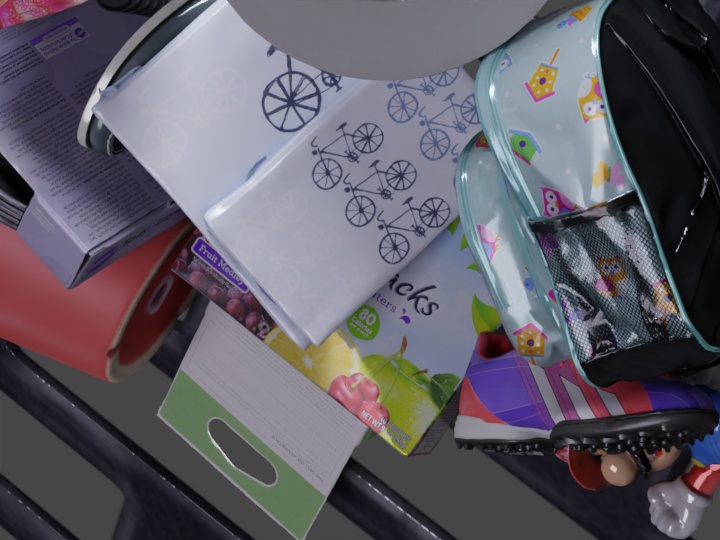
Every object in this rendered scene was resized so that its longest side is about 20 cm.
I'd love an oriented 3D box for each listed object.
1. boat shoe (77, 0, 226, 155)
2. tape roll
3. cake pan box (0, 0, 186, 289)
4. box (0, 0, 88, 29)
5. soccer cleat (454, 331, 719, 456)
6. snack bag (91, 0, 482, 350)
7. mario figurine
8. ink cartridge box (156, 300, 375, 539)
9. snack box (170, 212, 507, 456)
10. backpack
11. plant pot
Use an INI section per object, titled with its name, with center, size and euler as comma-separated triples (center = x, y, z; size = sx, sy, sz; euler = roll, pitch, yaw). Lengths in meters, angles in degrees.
[boat shoe]
center = -0.087, -0.136, 1.383
size = 0.062, 0.200, 0.073
euler = 43, 173, 13
[tape roll]
center = 0.012, -0.221, 1.219
size = 0.202, 0.139, 0.203
euler = -2, 121, -3
[cake pan box]
center = -0.171, -0.104, 1.443
size = 0.184, 0.200, 0.052
euler = 45, 141, 10
[box]
center = -0.146, -0.224, 1.363
size = 0.095, 0.200, 0.100
euler = -8, 106, 43
[soccer cleat]
center = 0.123, 0.066, 1.282
size = 0.200, 0.068, 0.073
euler = -8, 75, 56
[snack bag]
center = -0.028, -0.086, 1.354
size = 0.200, 0.188, 0.021
euler = 49, 175, -6
[mario figurine]
center = 0.194, 0.099, 1.317
size = 0.199, 0.106, 0.124
euler = -6, 92, 36
[ink cartridge box]
center = -0.044, 0.066, 1.531
size = 0.145, 0.048, 0.200
euler = 40, 131, 16
[snack box]
center = 0.000, 0.000, 1.421
size = 0.200, 0.053, 0.142
euler = 37, 99, 18
[backpack]
center = 0.142, -0.052, 1.239
size = 0.153, 0.176, 0.201
euler = -10, 101, 37
[plant pot]
center = -0.200, -0.029, 1.522
size = 0.177, 0.200, 0.201
euler = 32, 129, 10
